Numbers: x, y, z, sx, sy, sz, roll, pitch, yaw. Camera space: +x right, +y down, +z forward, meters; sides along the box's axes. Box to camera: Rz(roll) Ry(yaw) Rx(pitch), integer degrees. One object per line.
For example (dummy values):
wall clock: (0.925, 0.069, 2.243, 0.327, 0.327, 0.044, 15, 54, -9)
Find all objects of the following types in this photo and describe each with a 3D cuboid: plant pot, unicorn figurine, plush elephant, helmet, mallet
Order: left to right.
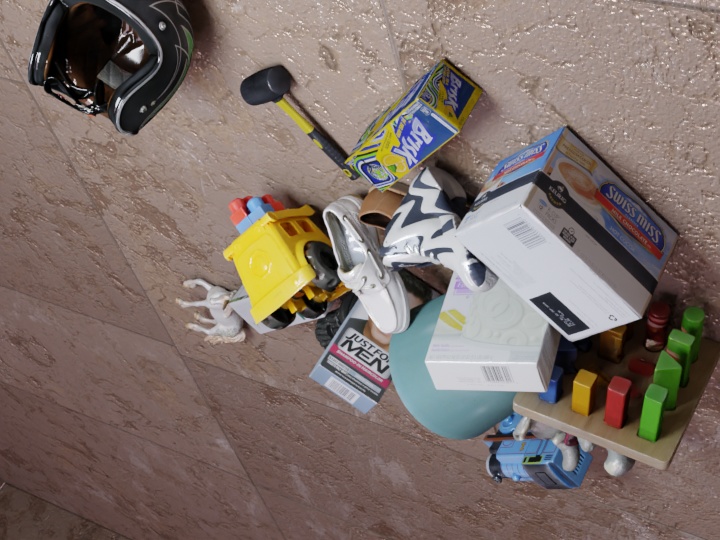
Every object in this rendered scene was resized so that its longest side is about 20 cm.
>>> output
helmet: (-0.299, -0.282, 1.527, 0.200, 0.191, 0.200, 27, -174, -3)
unicorn figurine: (-0.249, 0.066, 2.139, 0.137, 0.074, 0.200, 8, 158, 22)
mallet: (-0.065, -0.189, 1.601, 0.200, 0.041, 0.066, 39, 149, -20)
plant pot: (0.164, 0.109, 1.670, 0.201, 0.201, 0.161, 40, 141, -12)
plush elephant: (0.298, 0.207, 1.709, 0.155, 0.165, 0.200, -38, 83, 36)

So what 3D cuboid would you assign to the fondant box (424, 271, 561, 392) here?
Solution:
fondant box: (0.175, 0.056, 1.530, 0.144, 0.200, 0.058, -1, 134, 25)

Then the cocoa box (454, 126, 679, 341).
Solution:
cocoa box: (0.238, -0.039, 1.423, 0.200, 0.131, 0.133, 41, 149, -14)

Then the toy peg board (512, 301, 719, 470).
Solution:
toy peg board: (0.317, 0.106, 1.505, 0.199, 0.200, 0.098, 20, 142, 22)

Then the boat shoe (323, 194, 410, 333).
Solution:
boat shoe: (0.000, 0.000, 1.659, 0.071, 0.069, 0.200, -23, 93, 41)

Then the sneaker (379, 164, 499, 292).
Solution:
sneaker: (0.089, -0.021, 1.514, 0.079, 0.199, 0.130, 13, 129, -43)

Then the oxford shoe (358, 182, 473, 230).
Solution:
oxford shoe: (0.090, -0.059, 1.606, 0.200, 0.071, 0.071, 14, 145, 27)

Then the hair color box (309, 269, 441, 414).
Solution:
hair color box: (0.023, 0.093, 1.764, 0.099, 0.200, 0.061, 34, 152, -2)

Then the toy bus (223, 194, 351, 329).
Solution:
toy bus: (-0.098, -0.032, 1.757, 0.136, 0.200, 0.192, -40, 75, 29)

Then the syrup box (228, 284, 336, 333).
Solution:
syrup box: (-0.114, 0.035, 1.937, 0.081, 0.079, 0.200, 45, 149, -20)

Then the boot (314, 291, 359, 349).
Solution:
boot: (0.042, 0.105, 1.890, 0.211, 0.079, 0.158, 29, 156, -6)

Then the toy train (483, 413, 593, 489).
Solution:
toy train: (0.268, 0.272, 1.884, 0.087, 0.114, 0.200, 46, 148, -22)

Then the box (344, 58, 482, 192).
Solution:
box: (0.060, -0.168, 1.467, 0.064, 0.070, 0.200, 36, 151, -11)
